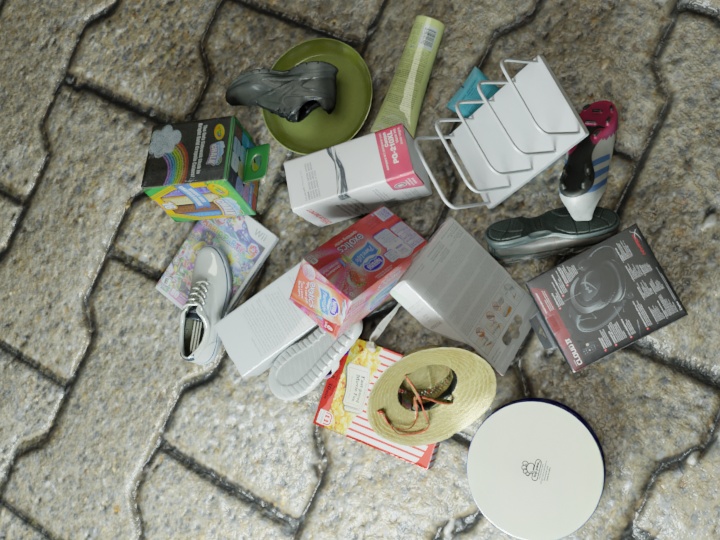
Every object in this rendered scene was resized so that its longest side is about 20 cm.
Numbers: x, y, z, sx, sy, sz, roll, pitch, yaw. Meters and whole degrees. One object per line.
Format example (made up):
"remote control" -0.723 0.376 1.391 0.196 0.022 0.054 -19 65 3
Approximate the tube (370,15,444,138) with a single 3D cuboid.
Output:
"tube" 0.081 -0.311 1.341 0.058 0.052 0.202 23 95 59

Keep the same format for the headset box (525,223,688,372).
"headset box" 0.346 0.048 1.200 0.199 0.077 0.150 -29 77 9

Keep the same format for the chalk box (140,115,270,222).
"chalk box" -0.239 -0.168 1.364 0.198 0.124 0.126 -2 66 16

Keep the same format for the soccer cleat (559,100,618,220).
"soccer cleat" 0.341 -0.163 1.232 0.069 0.087 0.201 5 56 33

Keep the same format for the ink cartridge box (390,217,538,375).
"ink cartridge box" 0.160 0.043 1.223 0.200 0.161 0.050 45 142 -6

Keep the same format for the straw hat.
"straw hat" 0.094 0.158 1.206 0.200 0.202 0.085 -27 36 11

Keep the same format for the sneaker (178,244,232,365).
"sneaker" -0.259 0.056 1.364 0.072 0.071 0.203 1 84 16

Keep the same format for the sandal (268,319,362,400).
"sandal" -0.064 0.138 1.293 0.202 0.050 0.083 -40 58 23

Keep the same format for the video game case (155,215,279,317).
"video game case" -0.248 -0.013 1.416 0.143 0.018 0.201 35 94 17

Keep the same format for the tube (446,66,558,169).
"tube" 0.229 -0.235 1.288 0.200 0.050 0.078 42 99 21

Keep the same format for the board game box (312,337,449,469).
"board game box" 0.042 0.202 1.291 0.198 0.046 0.153 18 89 17

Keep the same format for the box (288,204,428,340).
"box" 0.000 0.000 1.243 0.102 0.200 0.095 39 136 16

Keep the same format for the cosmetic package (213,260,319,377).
"cosmetic package" -0.127 0.077 1.342 0.199 0.071 0.102 -35 77 10

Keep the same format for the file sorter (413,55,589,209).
"file sorter" 0.199 -0.198 1.207 0.200 0.124 0.140 -39 72 39

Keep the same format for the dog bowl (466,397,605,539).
"dog bowl" 0.256 0.288 1.202 0.198 0.079 0.203 -2 83 16

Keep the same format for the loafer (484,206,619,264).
"loafer" 0.291 -0.050 1.249 0.198 0.063 0.072 -6 42 14

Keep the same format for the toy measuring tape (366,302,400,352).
"toy measuring tape" 0.091 0.057 1.272 0.073 0.074 0.201 35 82 17

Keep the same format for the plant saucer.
"plant saucer" -0.071 -0.290 1.388 0.198 0.031 0.203 -2 82 17

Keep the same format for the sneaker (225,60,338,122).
"sneaker" -0.131 -0.286 1.355 0.198 0.076 0.092 -5 88 18

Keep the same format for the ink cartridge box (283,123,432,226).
"ink cartridge box" -0.002 -0.144 1.292 0.198 0.145 0.085 -16 78 14
